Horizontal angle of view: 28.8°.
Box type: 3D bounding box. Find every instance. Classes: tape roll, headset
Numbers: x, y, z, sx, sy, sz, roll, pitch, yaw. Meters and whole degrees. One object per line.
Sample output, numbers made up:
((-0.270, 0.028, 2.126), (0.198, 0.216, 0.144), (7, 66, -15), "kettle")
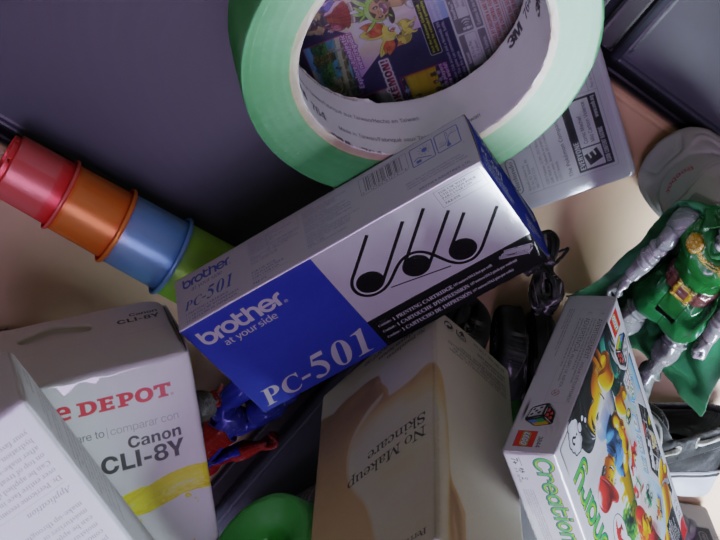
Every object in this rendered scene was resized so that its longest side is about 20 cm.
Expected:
((0.029, -0.129, 0.753), (0.198, 0.048, 0.201), (-9, 139, -8), "tape roll")
((0.079, 0.054, 0.906), (0.122, 0.094, 0.201), (16, 130, -14), "headset")

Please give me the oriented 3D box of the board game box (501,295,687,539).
((0.143, 0.132, 0.828), (0.034, 0.127, 0.201), (-1, 129, 31), "board game box")

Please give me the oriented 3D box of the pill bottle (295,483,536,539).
((0.016, 0.183, 0.954), (0.199, 0.114, 0.113), (-34, 120, 30), "pill bottle")

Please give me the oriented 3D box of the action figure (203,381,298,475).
((-0.083, 0.095, 0.952), (0.200, 0.052, 0.065), (-40, 121, 23), "action figure")

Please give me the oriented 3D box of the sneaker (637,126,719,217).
((0.257, -0.001, 0.879), (0.199, 0.100, 0.078), (31, 116, -21), "sneaker")

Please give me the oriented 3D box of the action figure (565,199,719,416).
((0.190, 0.015, 0.839), (0.118, 0.055, 0.200), (38, 151, 11), "action figure")

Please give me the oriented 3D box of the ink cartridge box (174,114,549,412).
((0.000, 0.000, 0.813), (0.199, 0.044, 0.094), (-29, 133, 14), "ink cartridge box")

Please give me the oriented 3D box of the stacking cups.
((-0.134, -0.014, 0.866), (0.199, 0.061, 0.061), (28, 117, -20), "stacking cups")

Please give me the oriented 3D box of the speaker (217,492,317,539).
((-0.004, 0.221, 0.854), (0.088, 0.089, 0.200), (-31, 124, 15), "speaker")

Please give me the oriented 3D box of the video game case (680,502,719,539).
((0.178, 0.220, 0.957), (0.180, 0.201, 0.024), (11, 121, -11), "video game case")

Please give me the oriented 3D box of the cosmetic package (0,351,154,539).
((-0.168, 0.156, 0.751), (0.101, 0.071, 0.201), (-33, 116, -7), "cosmetic package")

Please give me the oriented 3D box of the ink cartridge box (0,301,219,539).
((-0.163, 0.137, 0.833), (0.144, 0.083, 0.202), (-12, 112, -16), "ink cartridge box")

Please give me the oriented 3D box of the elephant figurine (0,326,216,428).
((-0.222, 0.109, 0.911), (0.154, 0.142, 0.201), (9, 125, -52), "elephant figurine")

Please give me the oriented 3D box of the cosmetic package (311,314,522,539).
((0.030, 0.124, 0.789), (0.071, 0.201, 0.105), (40, 115, -21), "cosmetic package")

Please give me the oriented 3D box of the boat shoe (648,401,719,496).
((0.179, 0.112, 0.943), (0.198, 0.074, 0.069), (9, 116, -31), "boat shoe")

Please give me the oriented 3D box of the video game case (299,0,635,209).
((0.054, -0.113, 0.839), (0.181, 0.023, 0.201), (-19, 123, 8), "video game case")
